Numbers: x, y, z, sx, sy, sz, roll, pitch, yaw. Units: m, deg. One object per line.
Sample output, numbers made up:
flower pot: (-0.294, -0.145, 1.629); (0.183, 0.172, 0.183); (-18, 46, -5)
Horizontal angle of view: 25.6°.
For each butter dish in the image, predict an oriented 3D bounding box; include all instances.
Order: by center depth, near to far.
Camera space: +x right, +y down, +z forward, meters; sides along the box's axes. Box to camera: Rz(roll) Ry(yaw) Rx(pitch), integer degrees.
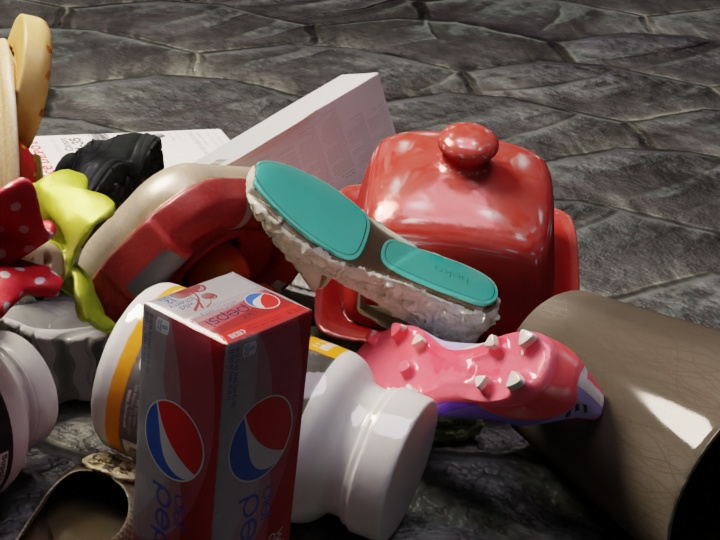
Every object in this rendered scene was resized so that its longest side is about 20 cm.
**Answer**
butter dish: (0.072, -0.042, 1.180); (0.198, 0.148, 0.200); (7, 39, 2)

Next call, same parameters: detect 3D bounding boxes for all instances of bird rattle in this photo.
bird rattle: (-0.235, 0.006, 0.977); (0.162, 0.113, 0.200); (-12, 4, 17)

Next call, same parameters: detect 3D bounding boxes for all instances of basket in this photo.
basket: (0.197, 0.096, 1.043); (0.180, 0.136, 0.200); (-33, 34, -21)

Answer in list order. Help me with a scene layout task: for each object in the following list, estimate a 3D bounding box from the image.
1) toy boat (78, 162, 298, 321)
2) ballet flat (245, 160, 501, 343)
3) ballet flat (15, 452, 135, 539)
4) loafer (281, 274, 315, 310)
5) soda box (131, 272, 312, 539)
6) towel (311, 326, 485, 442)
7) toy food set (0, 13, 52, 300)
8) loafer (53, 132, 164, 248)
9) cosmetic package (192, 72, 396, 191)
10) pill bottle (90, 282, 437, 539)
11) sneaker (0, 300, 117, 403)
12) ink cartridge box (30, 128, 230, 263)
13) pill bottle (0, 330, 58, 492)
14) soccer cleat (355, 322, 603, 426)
toy boat: (-0.097, 0.005, 1.128); (0.131, 0.130, 0.200); (51, 19, 13)
ballet flat: (0.000, 0.000, 1.091); (0.199, 0.072, 0.072); (29, 25, -1)
ballet flat: (-0.172, 0.155, 0.926); (0.067, 0.047, 0.200); (12, 24, 11)
loafer: (0.005, 0.020, 1.271); (0.199, 0.063, 0.072); (4, 43, 4)
soda box: (-0.078, 0.108, 0.861); (0.063, 0.201, 0.070); (23, 29, 34)
towel: (-0.018, 0.080, 1.146); (0.199, 0.037, 0.149); (1, 25, -12)
toy food set: (-0.255, -0.076, 1.168); (0.048, 0.201, 0.198); (-2, -14, -17)
loafer: (-0.198, -0.059, 1.189); (0.070, 0.068, 0.201); (-2, 17, 6)
cosmetic package: (-0.054, -0.086, 1.298); (0.050, 0.083, 0.200); (3, 29, 46)
pill bottle: (-0.060, 0.091, 1.003); (0.199, 0.117, 0.116); (19, 26, 15)
sneaker: (-0.237, 0.059, 1.114); (0.199, 0.075, 0.082); (5, 15, -31)
ink cartridge box: (-0.194, -0.056, 1.350); (0.199, 0.083, 0.147); (-5, 27, -23)
pill bottle: (-0.277, 0.102, 0.938); (0.112, 0.113, 0.200); (20, 28, 29)
soccer cleat: (0.068, 0.075, 1.037); (0.076, 0.067, 0.200); (35, -25, -32)
